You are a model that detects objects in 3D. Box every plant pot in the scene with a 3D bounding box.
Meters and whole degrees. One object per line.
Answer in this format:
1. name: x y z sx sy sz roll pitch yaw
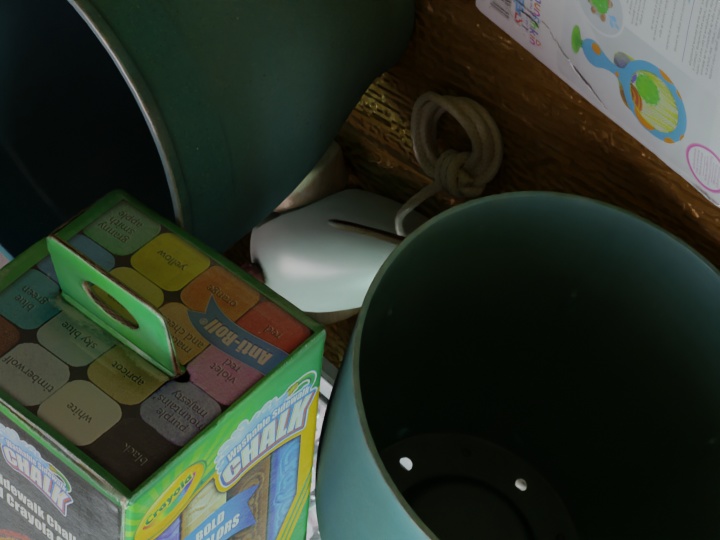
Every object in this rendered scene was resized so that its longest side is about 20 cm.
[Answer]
1. plant pot: -0.084 -0.109 1.198 0.199 0.188 0.201 33 142 30
2. plant pot: 0.070 0.093 1.146 0.201 0.200 0.161 47 147 12

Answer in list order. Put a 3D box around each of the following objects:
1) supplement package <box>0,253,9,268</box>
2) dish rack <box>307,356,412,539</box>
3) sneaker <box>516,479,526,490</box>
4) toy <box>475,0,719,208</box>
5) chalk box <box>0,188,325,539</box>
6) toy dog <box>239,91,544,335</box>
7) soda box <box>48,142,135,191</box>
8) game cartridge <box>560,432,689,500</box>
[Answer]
1. supplement package: -0.153 0.063 1.459 0.121 0.120 0.200 38 166 24
2. dish rack: -0.039 0.128 1.376 0.171 0.044 0.200 41 127 6
3. sneaker: 0.072 0.191 1.365 0.075 0.084 0.201 25 137 39
4. toy: 0.129 -0.103 1.054 0.200 0.047 0.116 38 148 27
5. chalk box: -0.099 0.060 1.089 0.124 0.124 0.201 35 143 23
6. toy dog: 0.000 0.000 1.273 0.199 0.096 0.133 -12 110 56
7. soda box: -0.160 -0.098 1.346 0.201 0.070 0.064 63 144 35
8. game cartridge: 0.155 0.165 1.279 0.133 0.041 0.201 27 139 44
